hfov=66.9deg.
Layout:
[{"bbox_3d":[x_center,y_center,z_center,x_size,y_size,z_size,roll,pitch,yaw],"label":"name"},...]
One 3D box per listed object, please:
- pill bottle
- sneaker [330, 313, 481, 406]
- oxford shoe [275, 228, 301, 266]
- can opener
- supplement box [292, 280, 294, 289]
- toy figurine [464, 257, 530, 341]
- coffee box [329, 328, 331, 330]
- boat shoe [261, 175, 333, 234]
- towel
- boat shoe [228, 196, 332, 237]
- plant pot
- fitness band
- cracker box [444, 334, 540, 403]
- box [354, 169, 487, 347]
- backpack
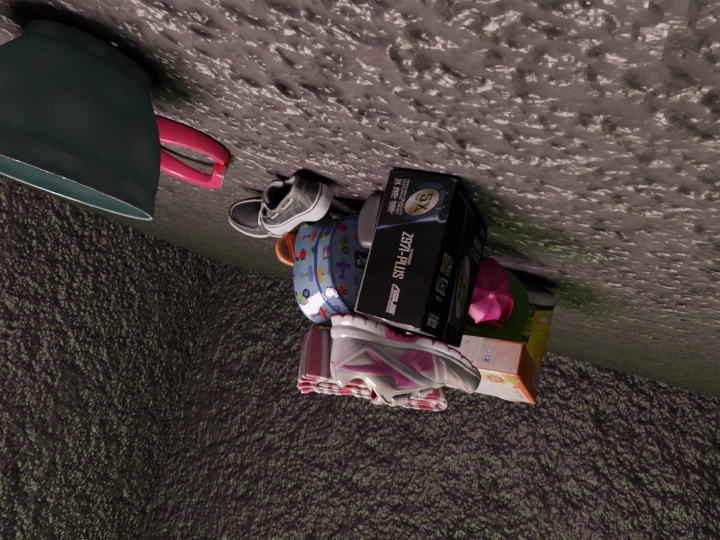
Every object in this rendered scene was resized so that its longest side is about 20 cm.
[{"bbox_3d":[0.293,0.131,1.025,0.108,0.208,0.113,8,-170,-2],"label":"pill bottle"},{"bbox_3d":[0.047,0.117,0.644,0.193,0.092,0.081,17,174,-5],"label":"sneaker"},{"bbox_3d":[-0.066,-0.023,0.904,0.195,0.074,0.072,1,159,-44],"label":"oxford shoe"},{"bbox_3d":[0.023,0.002,0.731,0.065,0.209,0.053,8,179,25],"label":"can opener"},{"bbox_3d":[-0.036,0.032,1.144,0.107,0.112,0.198,-10,-143,-47],"label":"supplement box"},{"bbox_3d":[0.180,0.033,0.895,0.194,0.155,0.184,19,170,22],"label":"toy figurine"},{"bbox_3d":[0.030,0.096,1.042,0.196,0.125,0.044,-2,-140,-50],"label":"coffee box"},{"bbox_3d":[-0.111,-0.108,0.810,0.070,0.074,0.198,30,159,-26],"label":"boat shoe"},{"bbox_3d":[0.014,0.132,0.739,0.192,0.031,0.147,12,-162,-6],"label":"towel"},{"bbox_3d":[-0.141,-0.095,0.938,0.192,0.079,0.060,3,173,6],"label":"boat shoe"},{"bbox_3d":[-0.282,-0.149,0.534,0.193,0.139,0.200,16,173,2],"label":"plant pot"},{"bbox_3d":[-0.260,-0.169,0.784,0.140,0.039,0.199,22,171,-18],"label":"fitness band"},{"bbox_3d":[0.194,0.161,0.929,0.194,0.059,0.134,4,153,34],"label":"cracker box"},{"bbox_3d":[0.084,-0.005,0.672,0.083,0.170,0.199,12,172,25],"label":"box"},{"bbox_3d":[0.000,0.000,0.815,0.196,0.190,0.132,18,156,-38],"label":"backpack"}]
